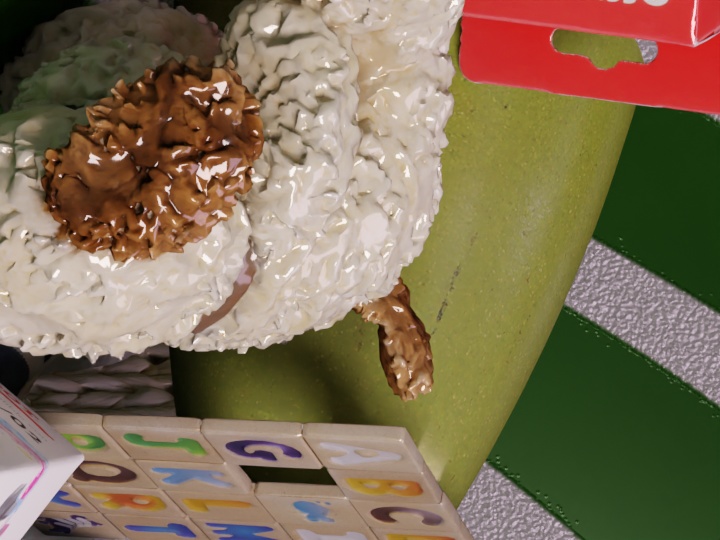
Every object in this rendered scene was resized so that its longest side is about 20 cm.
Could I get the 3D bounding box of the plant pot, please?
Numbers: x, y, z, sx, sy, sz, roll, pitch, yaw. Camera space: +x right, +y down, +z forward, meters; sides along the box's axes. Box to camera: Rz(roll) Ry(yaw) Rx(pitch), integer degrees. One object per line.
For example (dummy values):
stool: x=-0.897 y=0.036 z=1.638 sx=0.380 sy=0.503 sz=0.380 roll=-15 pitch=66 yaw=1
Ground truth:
plant pot: x=0.000 y=0.000 z=0.958 sx=0.187 sy=0.187 sz=0.200 roll=116 pitch=-13 yaw=-69

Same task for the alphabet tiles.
alphabet tiles: x=-0.045 y=0.086 z=0.898 sx=0.200 sy=0.167 sz=0.008 roll=60 pitch=34 yaw=-64

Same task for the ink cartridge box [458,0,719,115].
ink cartridge box: x=0.068 y=-0.143 z=0.814 sx=0.067 sy=0.116 sz=0.200 roll=-35 pitch=129 yaw=-55

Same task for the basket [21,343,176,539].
basket: x=-0.147 y=0.126 z=1.074 sx=0.135 sy=0.124 sz=0.200 roll=4 pitch=136 yaw=-37

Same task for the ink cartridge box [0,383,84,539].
ink cartridge box: x=-0.153 y=0.045 z=0.741 sx=0.068 sy=0.115 sz=0.200 roll=-50 pitch=176 yaw=0

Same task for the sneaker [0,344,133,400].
sneaker: x=-0.133 y=0.001 z=0.924 sx=0.200 sy=0.075 sz=0.085 roll=-33 pitch=145 yaw=-65

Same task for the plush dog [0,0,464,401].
plush dog: x=-0.060 y=-0.020 z=0.778 sx=0.172 sy=0.161 sz=0.200 roll=-15 pitch=176 yaw=-44
